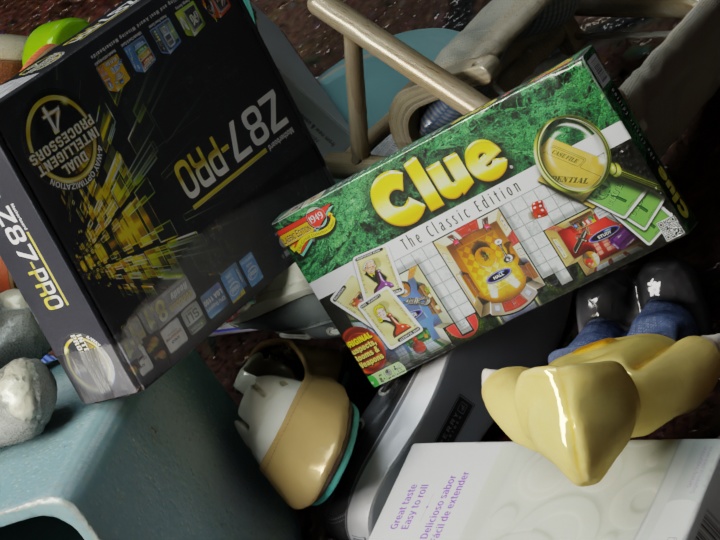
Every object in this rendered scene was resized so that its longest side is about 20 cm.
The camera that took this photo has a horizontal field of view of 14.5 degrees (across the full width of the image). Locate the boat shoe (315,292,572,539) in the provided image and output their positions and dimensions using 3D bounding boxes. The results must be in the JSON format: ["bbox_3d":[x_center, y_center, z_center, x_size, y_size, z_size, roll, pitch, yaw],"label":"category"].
[{"bbox_3d":[0.041,0.064,1.512,0.066,0.070,0.200,13,69,49],"label":"boat shoe"}]

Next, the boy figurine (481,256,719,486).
[{"bbox_3d":[0.112,0.051,1.367,0.124,0.065,0.200,-8,12,21],"label":"boy figurine"}]

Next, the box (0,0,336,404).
[{"bbox_3d":[-0.107,-0.049,1.444,0.049,0.161,0.200,-13,19,41],"label":"box"}]

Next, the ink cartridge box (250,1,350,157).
[{"bbox_3d":[-0.120,-0.064,1.673,0.200,0.083,0.146,-43,39,8],"label":"ink cartridge box"}]

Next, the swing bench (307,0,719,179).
[{"bbox_3d":[0.110,-0.120,1.530,0.200,0.130,0.199,22,48,29],"label":"swing bench"}]

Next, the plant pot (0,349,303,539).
[{"bbox_3d":[-0.141,0.144,1.504,0.196,0.196,0.200,-18,30,32],"label":"plant pot"}]

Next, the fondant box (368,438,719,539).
[{"bbox_3d":[0.086,0.156,1.367,0.200,0.058,0.144,-5,48,43],"label":"fondant box"}]

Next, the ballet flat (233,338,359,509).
[{"bbox_3d":[-0.040,0.079,1.512,0.069,0.063,0.200,-63,6,7],"label":"ballet flat"}]

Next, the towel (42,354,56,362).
[{"bbox_3d":[-0.229,0.142,1.730,0.200,0.024,0.145,-49,33,-9],"label":"towel"}]

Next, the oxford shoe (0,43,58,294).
[{"bbox_3d":[-0.167,-0.056,1.609,0.072,0.071,0.200,0,44,3],"label":"oxford shoe"}]

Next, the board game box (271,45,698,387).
[{"bbox_3d":[0.060,-0.024,1.427,0.200,0.105,0.023,-28,7,29],"label":"board game box"}]

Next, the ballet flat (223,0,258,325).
[{"bbox_3d":[-0.092,-0.063,1.553,0.064,0.076,0.200,151,122,-67],"label":"ballet flat"}]

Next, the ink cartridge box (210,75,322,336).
[{"bbox_3d":[-0.014,-0.036,1.690,0.198,0.043,0.200,-7,49,42],"label":"ink cartridge box"}]

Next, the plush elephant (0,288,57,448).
[{"bbox_3d":[-0.268,0.030,1.456,0.200,0.155,0.165,-26,17,8],"label":"plush elephant"}]

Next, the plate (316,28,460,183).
[{"bbox_3d":[-0.006,-0.068,1.657,0.200,0.026,0.200,-28,39,25],"label":"plate"}]

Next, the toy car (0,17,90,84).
[{"bbox_3d":[-0.209,-0.048,1.861,0.164,0.158,0.200,-9,74,44],"label":"toy car"}]

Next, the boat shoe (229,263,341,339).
[{"bbox_3d":[0.000,0.000,1.545,0.200,0.062,0.073,-12,62,42],"label":"boat shoe"}]
